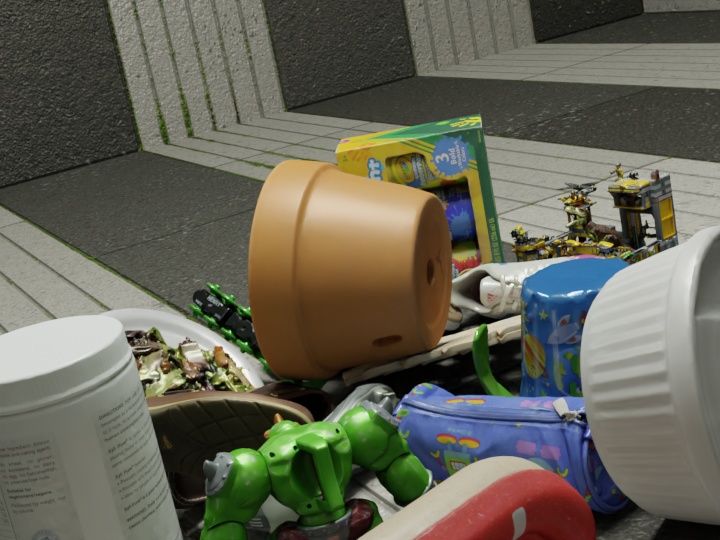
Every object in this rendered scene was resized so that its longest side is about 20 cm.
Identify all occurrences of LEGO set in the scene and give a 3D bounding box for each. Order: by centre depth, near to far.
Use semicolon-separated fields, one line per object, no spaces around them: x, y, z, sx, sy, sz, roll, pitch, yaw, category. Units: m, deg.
0.264;-0.058;1.418;0.153;0.117;0.199;-19;17;-26;LEGO set

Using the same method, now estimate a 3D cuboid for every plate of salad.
-0.172;0.095;1.155;0.198;0.048;0.201;21;31;-13;plate of salad

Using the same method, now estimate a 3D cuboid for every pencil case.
0.112;0.129;0.937;0.199;0.087;0.078;1;41;40;pencil case

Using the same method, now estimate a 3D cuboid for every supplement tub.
-0.205;0.147;0.883;0.130;0.202;0.132;-10;15;3;supplement tub

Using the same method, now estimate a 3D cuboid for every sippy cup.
0.188;0.063;1.026;0.176;0.132;0.140;-14;15;-7;sippy cup

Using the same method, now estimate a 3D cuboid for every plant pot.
0.000;0.000;1.119;0.139;0.202;0.200;0;19;20;plant pot

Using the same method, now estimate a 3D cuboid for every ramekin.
0.229;0.077;0.846;0.094;0.204;0.202;-13;11;39;ramekin

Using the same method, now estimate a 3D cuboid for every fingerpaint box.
0.072;-0.059;1.405;0.165;0.202;0.073;-9;16;7;fingerpaint box

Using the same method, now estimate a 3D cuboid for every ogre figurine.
-0.028;0.162;0.856;0.198;0.121;0.098;-12;15;-3;ogre figurine

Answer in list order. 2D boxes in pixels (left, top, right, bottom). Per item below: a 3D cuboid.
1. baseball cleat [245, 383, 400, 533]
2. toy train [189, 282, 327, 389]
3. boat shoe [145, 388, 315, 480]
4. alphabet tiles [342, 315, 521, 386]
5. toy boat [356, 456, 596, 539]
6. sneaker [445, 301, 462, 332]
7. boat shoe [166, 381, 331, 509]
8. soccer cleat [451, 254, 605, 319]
-0.042;0.146;1.015;0.105;0.070;0.200;-2;17;29;baseball cleat
-0.105;0.071;1.265;0.042;0.056;0.199;-51;46;-8;toy train
-0.126;0.121;0.965;0.198;0.073;0.068;-5;19;14;boat shoe
0.086;0.073;1.188;0.198;0.015;0.195;-17;-2;20;alphabet tiles
0.070;0.199;0.707;0.199;0.131;0.130;-26;51;-39;toy boat
0.006;0.048;1.353;0.198;0.109;0.070;23;20;8;sneaker
-0.100;0.143;1.063;0.070;0.071;0.200;-6;16;34;boat shoe
0.176;0.024;1.278;0.086;0.071;0.199;-3;-2;-41;soccer cleat
